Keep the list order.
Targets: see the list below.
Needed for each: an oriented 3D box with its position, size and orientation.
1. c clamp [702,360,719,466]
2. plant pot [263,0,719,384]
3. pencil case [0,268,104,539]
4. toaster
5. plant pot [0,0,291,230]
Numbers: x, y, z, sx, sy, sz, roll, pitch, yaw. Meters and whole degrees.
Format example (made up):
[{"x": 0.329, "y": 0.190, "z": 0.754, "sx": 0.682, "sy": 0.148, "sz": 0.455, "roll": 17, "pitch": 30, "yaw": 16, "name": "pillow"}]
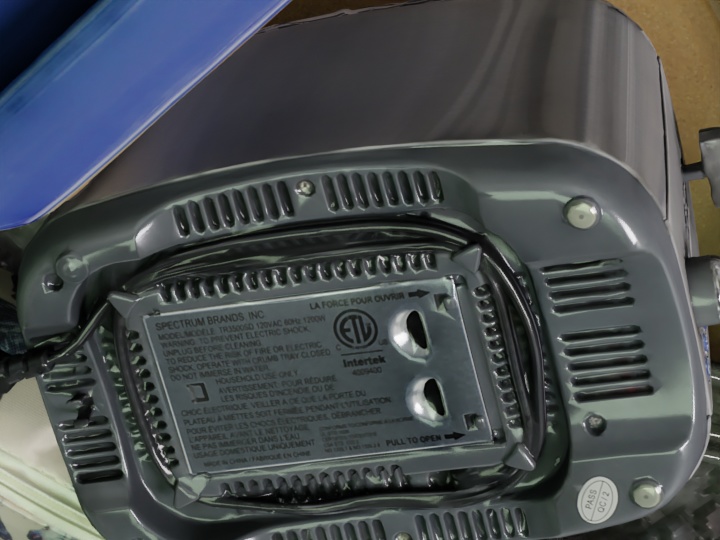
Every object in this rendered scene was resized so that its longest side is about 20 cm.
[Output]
[{"x": 0.114, "y": 0.105, "z": 0.869, "sx": 0.200, "sy": 0.027, "sz": 0.171, "roll": 20, "pitch": 121, "yaw": -12, "name": "c clamp"}, {"x": 0.027, "y": -0.035, "z": 0.828, "sx": 0.199, "sy": 0.028, "sz": 0.200, "roll": 6, "pitch": 120, "yaw": 10, "name": "plant pot"}, {"x": -0.064, "y": 0.066, "z": 0.869, "sx": 0.200, "sy": 0.090, "sz": 0.078, "roll": 29, "pitch": 123, "yaw": -6, "name": "pencil case"}, {"x": 0.000, "y": 0.000, "z": 0.763, "sx": 0.199, "sy": 0.129, "sz": 0.114, "roll": -9, "pitch": 116, "yaw": 16, "name": "toaster"}, {"x": -0.081, "y": -0.141, "z": 0.691, "sx": 0.180, "sy": 0.200, "sz": 0.200, "roll": 43, "pitch": 116, "yaw": -16, "name": "plant pot"}]
